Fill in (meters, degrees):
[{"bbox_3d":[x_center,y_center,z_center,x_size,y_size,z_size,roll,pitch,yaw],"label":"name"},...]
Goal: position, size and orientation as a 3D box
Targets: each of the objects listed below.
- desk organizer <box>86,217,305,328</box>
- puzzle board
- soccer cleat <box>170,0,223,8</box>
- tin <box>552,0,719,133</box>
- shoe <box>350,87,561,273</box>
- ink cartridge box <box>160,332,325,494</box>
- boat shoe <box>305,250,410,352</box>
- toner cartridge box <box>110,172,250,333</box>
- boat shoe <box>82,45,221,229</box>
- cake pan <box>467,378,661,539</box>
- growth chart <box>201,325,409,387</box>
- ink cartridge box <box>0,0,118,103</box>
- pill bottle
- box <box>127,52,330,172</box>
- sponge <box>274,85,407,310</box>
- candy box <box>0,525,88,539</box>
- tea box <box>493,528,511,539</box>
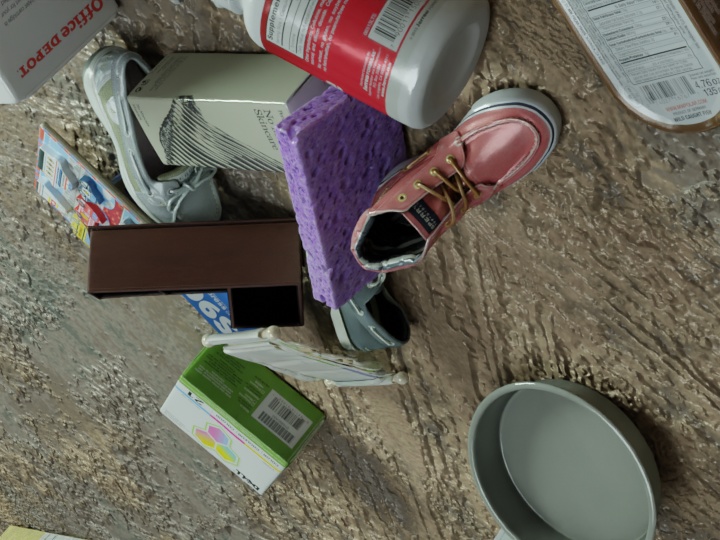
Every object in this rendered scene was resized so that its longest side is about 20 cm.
[{"bbox_3d":[-0.151,0.006,1.697,0.199,0.077,0.072,-2,141,-1],"label":"desk organizer"},{"bbox_3d":[-0.265,-0.059,1.804,0.151,0.017,0.200,42,161,1],"label":"puzzle board"},{"bbox_3d":[-0.185,-0.259,1.508,0.199,0.070,0.087,17,141,32],"label":"soccer cleat"},{"bbox_3d":[0.193,-0.178,1.251,0.112,0.042,0.200,-13,121,47],"label":"tin"},{"bbox_3d":[0.072,-0.065,1.436,0.071,0.091,0.200,45,137,-15],"label":"shoe"},{"bbox_3d":[-0.141,0.174,1.988,0.148,0.076,0.200,39,147,2],"label":"ink cartridge box"},{"bbox_3d":[0.000,0.000,1.647,0.062,0.073,0.200,6,140,22],"label":"boat shoe"},{"bbox_3d":[-0.166,-0.022,1.805,0.200,0.043,0.095,47,146,-10],"label":"toner cartridge box"},{"bbox_3d":[-0.183,-0.113,1.678,0.065,0.074,0.202,15,135,55],"label":"boat shoe"},{"bbox_3d":[0.187,0.183,1.653,0.200,0.037,0.201,22,127,32],"label":"cake pan"},{"bbox_3d":[-0.050,0.086,1.748,0.200,0.018,0.144,21,162,-41],"label":"growth chart"},{"bbox_3d":[-0.321,-0.262,1.573,0.084,0.146,0.200,2,132,44],"label":"ink cartridge box"},{"bbox_3d":[-0.013,-0.197,1.368,0.200,0.112,0.112,30,147,17],"label":"pill bottle"},{"bbox_3d":[-0.101,-0.136,1.574,0.199,0.068,0.082,6,135,43],"label":"box"},{"bbox_3d":[-0.007,-0.070,1.516,0.030,0.112,0.200,30,148,34],"label":"sponge"},{"bbox_3d":[-0.431,0.432,2.623,0.200,0.055,0.116,0,131,45],"label":"candy box"},{"bbox_3d":[0.194,0.365,1.762,0.133,0.200,0.197,-3,129,47],"label":"tea box"}]
